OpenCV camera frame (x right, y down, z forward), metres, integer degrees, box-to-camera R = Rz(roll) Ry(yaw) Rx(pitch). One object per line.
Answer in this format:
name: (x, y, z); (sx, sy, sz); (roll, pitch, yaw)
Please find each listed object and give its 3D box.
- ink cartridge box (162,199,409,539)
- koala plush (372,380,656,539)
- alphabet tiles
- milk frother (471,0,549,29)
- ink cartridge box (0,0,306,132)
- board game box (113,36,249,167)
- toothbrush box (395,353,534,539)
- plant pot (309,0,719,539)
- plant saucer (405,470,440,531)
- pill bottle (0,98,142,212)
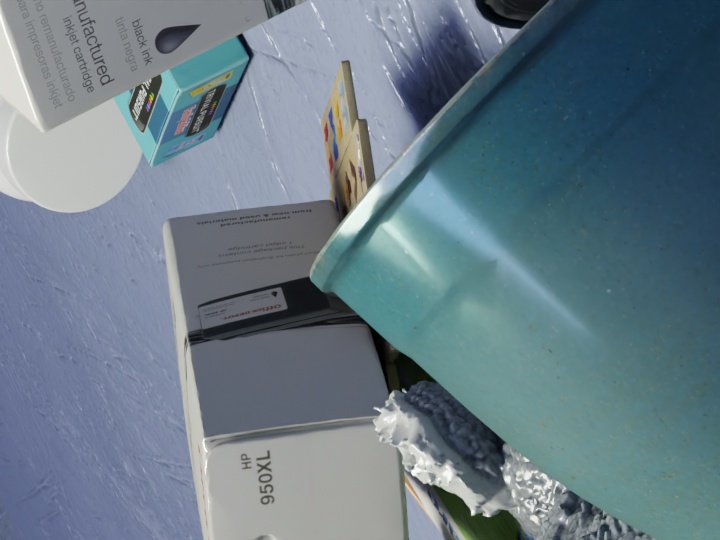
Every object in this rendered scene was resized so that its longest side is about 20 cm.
ink cartridge box: (-0.032, 0.079, 1.223); (0.200, 0.084, 0.145); (-106, 9, -61)
koala plush: (0.111, 0.085, 1.015); (0.184, 0.177, 0.200); (74, 170, -45)
alphabet tiles: (0.000, 0.000, 1.256); (0.200, 0.006, 0.166); (117, 145, -81)
milk frother: (0.003, -0.183, 0.862); (0.188, 0.200, 0.181); (56, 159, 23)
ink cartridge box: (-0.081, -0.171, 1.147); (0.084, 0.200, 0.145); (37, 150, 52)
board game box: (-0.140, -0.175, 1.609); (0.200, 0.047, 0.151); (61, 164, 7)
toothbrush box: (0.076, 0.063, 1.230); (0.146, 0.086, 0.200); (58, 163, 25)
plant pot: (0.121, -0.001, 0.826); (0.188, 0.200, 0.200); (46, 163, 4)
plant saucer: (0.049, 0.116, 1.423); (0.200, 0.032, 0.200); (53, 180, 0)
pill bottle: (-0.220, -0.112, 1.841); (0.200, 0.116, 0.116); (35, 148, 59)
